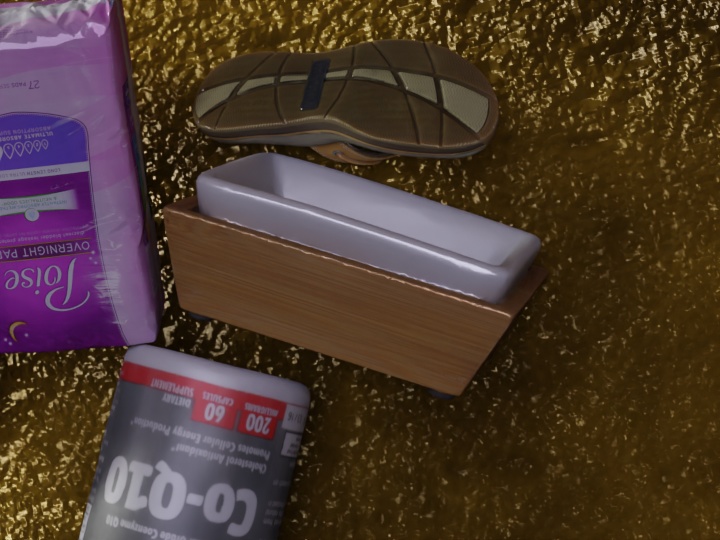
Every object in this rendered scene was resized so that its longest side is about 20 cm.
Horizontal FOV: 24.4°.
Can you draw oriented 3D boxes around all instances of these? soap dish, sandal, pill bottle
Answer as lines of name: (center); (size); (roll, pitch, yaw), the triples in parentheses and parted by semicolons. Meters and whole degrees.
soap dish: (0.000, 0.000, 0.951); (0.198, 0.157, 0.082); (17, 103, 10)
sandal: (-0.007, -0.094, 1.008); (0.198, 0.054, 0.081); (2, 56, 24)
pill bottle: (-0.104, 0.152, 0.963); (0.113, 0.114, 0.202); (12, 85, 10)

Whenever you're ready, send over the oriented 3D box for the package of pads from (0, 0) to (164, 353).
package of pads: (-0.181, -0.054, 0.933); (0.119, 0.076, 0.202); (-5, 115, 0)
